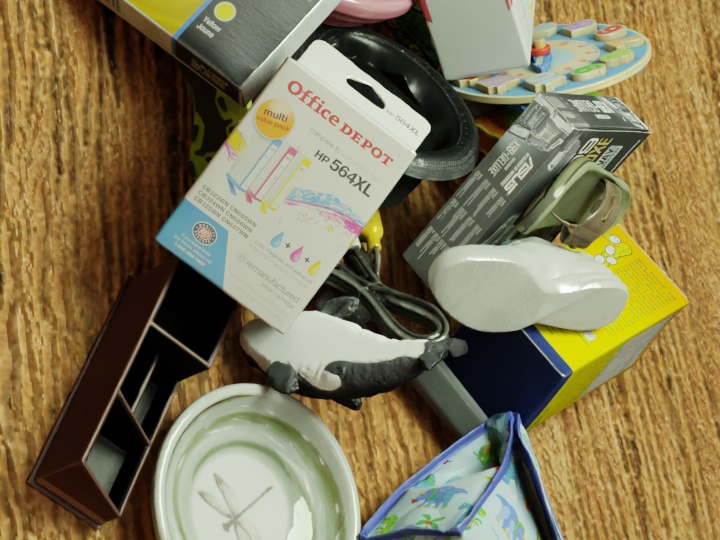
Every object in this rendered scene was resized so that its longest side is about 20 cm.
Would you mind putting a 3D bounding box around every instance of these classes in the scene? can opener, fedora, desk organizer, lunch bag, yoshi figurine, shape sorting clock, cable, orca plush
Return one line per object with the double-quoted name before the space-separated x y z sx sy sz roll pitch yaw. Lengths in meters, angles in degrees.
"can opener" 0.037 0.081 1.650 0.066 0.053 0.200 -44 105 -5
"fedora" 0.006 -0.125 1.640 0.200 0.092 0.201 21 36 -16
"desk organizer" -0.171 0.091 1.445 0.072 0.077 0.201 38 54 -23
"lunch bag" 0.113 0.239 1.591 0.200 0.127 0.171 -43 118 -52
"yoshi figurine" 0.177 -0.133 1.778 0.200 0.112 0.112 -41 118 -43
"shape sorting clock" 0.168 -0.195 1.730 0.200 0.199 0.039 -39 125 -41
"cable" 0.000 0.000 1.577 0.097 0.051 0.200 -11 38 -23
"orca plush" -0.005 0.078 1.527 0.105 0.199 0.071 -72 147 -45

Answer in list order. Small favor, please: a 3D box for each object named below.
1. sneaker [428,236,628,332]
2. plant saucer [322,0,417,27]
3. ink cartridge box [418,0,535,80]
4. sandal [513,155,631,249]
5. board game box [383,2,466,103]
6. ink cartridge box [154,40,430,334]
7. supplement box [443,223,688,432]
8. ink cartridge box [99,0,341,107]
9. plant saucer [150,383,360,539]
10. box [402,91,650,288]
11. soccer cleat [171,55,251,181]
"sneaker" 0.131 0.002 1.607 0.199 0.075 0.089 9 35 -35
"plant saucer" -0.039 -0.286 1.670 0.200 0.051 0.201 22 38 -19
"ink cartridge box" 0.106 -0.295 1.706 0.201 0.083 0.145 -81 155 -45
"sandal" 0.200 -0.052 1.634 0.057 0.080 0.201 49 22 20
"board game box" 0.098 -0.216 1.818 0.200 0.023 0.105 47 53 -17
"ink cartridge box" -0.049 -0.071 1.475 0.128 0.125 0.200 36 94 -2
"supplement box" 0.185 0.053 1.714 0.200 0.109 0.110 -25 68 -43
"ink cartridge box" -0.111 -0.266 1.553 0.197 0.047 0.200 36 73 12
"plant saucer" -0.091 0.192 1.494 0.199 0.050 0.201 14 67 -36
"box" 0.148 -0.070 1.665 0.050 0.200 0.157 50 25 20
"soccer cleat" -0.111 -0.137 1.589 0.084 0.064 0.201 -3 79 -57
